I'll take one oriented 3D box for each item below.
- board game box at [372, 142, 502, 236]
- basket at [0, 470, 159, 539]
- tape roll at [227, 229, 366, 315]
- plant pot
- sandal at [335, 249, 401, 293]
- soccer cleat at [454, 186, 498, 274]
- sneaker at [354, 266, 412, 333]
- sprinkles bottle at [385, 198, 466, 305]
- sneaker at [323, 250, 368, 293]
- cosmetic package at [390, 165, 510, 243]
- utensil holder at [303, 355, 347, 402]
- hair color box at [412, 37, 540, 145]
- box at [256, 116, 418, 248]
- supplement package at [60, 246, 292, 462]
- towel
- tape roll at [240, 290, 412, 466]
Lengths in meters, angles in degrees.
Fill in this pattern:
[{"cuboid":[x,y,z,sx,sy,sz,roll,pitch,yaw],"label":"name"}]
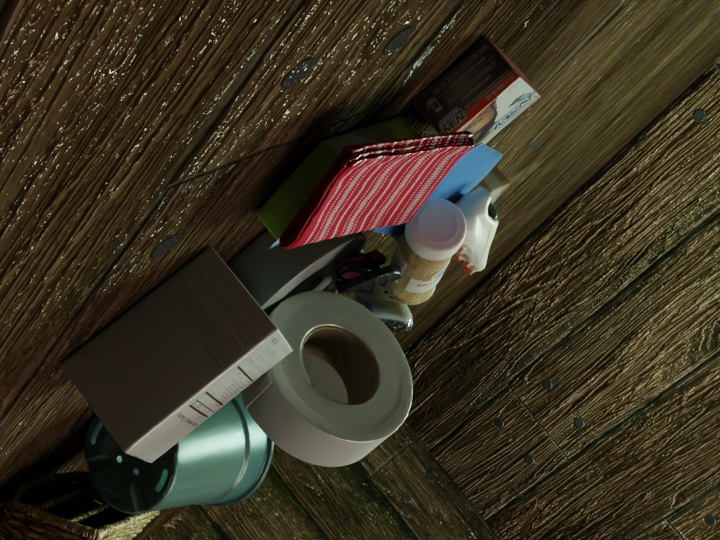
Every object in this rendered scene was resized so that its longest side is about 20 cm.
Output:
[{"cuboid":[0.083,-0.105,1.443,0.158,0.039,0.200,-39,168,14],"label":"board game box"},{"cuboid":[-0.385,0.323,1.651,0.149,0.143,0.200,-44,168,16],"label":"basket"},{"cuboid":[-0.090,0.000,1.488,0.200,0.066,0.200,-38,171,-7],"label":"tape roll"},{"cuboid":[-0.250,0.234,1.656,0.200,0.200,0.196,-43,164,21],"label":"plant pot"},{"cuboid":[0.000,0.000,1.513,0.075,0.045,0.200,-12,-179,-10],"label":"sandal"},{"cuboid":[0.144,-0.048,1.574,0.078,0.069,0.200,-46,166,-4],"label":"soccer cleat"},{"cuboid":[0.031,0.037,1.632,0.200,0.072,0.073,-129,-127,-77],"label":"sneaker"},{"cuboid":[0.075,-0.019,1.483,0.068,0.068,0.200,-37,169,-17],"label":"sprinkles bottle"},{"cuboid":[-0.070,0.030,1.635,0.200,0.095,0.079,-39,174,1],"label":"sneaker"},{"cuboid":[0.104,-0.105,1.650,0.087,0.103,0.200,-48,170,32],"label":"cosmetic package"},{"cuboid":[-0.043,0.170,2.122,0.170,0.200,0.170,-38,172,-6],"label":"utensil holder"},{"cuboid":[0.140,-0.199,1.442,0.111,0.064,0.200,-40,171,13],"label":"hair color box"},{"cuboid":[-0.024,-0.096,1.324,0.122,0.048,0.200,-46,170,31],"label":"box"},{"cuboid":[-0.192,0.092,1.318,0.200,0.121,0.120,-38,166,-5],"label":"supplement package"},{"cuboid":[0.019,-0.081,1.264,0.200,0.022,0.145,-14,151,-46],"label":"towel"},{"cuboid":[-0.041,0.125,1.449,0.202,0.203,0.071,-31,170,-46],"label":"tape roll"}]
